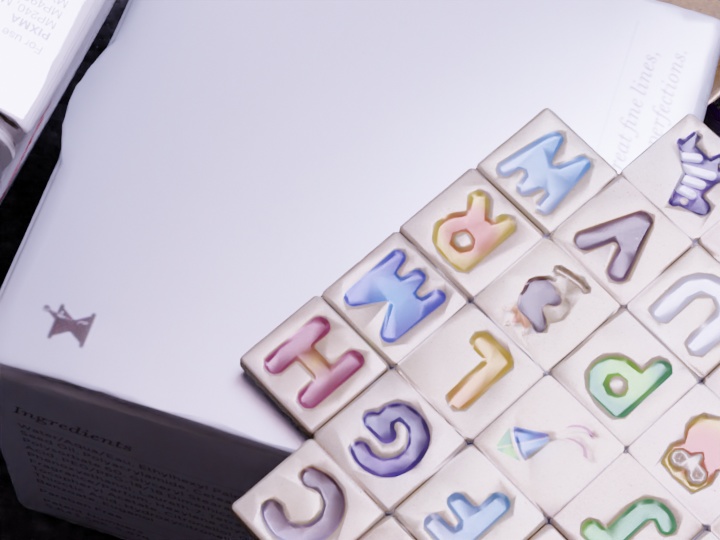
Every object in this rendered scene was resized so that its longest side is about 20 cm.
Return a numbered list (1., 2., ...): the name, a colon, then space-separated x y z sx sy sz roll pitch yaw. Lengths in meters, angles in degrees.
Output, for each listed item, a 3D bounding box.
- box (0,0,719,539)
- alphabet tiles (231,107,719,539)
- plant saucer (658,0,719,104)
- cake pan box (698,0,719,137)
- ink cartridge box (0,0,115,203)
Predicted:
1. box: 0.000 0.000 0.788 0.199 0.131 0.200 17 65 8
2. alphabet tiles: 0.068 0.043 0.691 0.200 0.006 0.166 -39 72 -19
3. plant saucer: 0.083 -0.127 0.937 0.199 0.035 0.201 -6 64 11
4. cake pan box: 0.208 -0.146 1.000 0.183 0.052 0.201 -11 61 -16
5. ink cartridge box: -0.119 -0.107 0.757 0.084 0.145 0.201 29 60 -8
